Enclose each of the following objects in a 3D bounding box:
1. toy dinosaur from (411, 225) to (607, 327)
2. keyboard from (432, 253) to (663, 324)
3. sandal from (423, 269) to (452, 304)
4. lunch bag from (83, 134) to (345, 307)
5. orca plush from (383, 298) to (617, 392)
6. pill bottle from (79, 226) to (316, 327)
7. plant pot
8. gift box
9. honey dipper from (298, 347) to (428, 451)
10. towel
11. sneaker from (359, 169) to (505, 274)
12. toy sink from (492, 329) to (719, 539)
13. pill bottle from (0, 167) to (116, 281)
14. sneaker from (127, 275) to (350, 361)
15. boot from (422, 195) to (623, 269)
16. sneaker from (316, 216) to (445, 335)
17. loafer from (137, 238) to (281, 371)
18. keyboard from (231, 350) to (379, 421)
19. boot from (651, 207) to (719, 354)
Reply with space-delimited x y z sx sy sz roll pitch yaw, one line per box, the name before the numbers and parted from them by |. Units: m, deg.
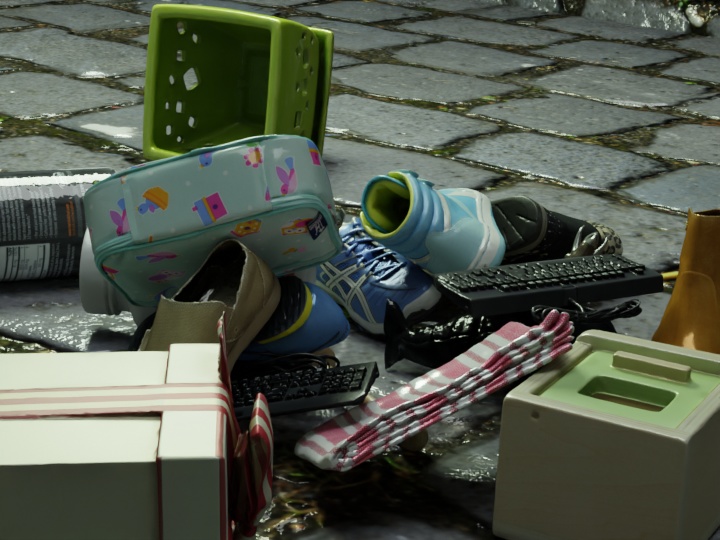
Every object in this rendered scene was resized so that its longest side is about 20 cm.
toy dinosaur | 0.138 0.039 1.485 0.199 0.077 0.102 -25 6 16
keyboard | 0.167 0.015 1.364 0.199 0.021 0.127 -7 26 -29
sandal | 0.041 -0.006 1.617 0.199 0.055 0.082 13 20 29
lunch bag | -0.110 -0.035 1.330 0.199 0.078 0.161 -13 -22 3
orca plush | 0.112 0.041 1.379 0.199 0.071 0.106 11 54 23
pill bottle | -0.142 0.005 1.457 0.199 0.113 0.112 3 17 3
plant pot | -0.143 -0.228 2.090 0.198 0.201 0.181 11 11 27
gift box | -0.141 0.132 0.919 0.185 0.186 0.200 0 23 -3
honey dipper | -0.006 0.097 1.317 0.038 0.038 0.200 -8 24 -32
towel | 0.048 0.085 1.177 0.199 0.030 0.146 -27 1 -13
sneaker | 0.054 -0.057 1.509 0.130 0.080 0.200 31 9 -16
toy sink | 0.193 0.115 1.151 0.130 0.113 0.200 12 19 27
pill bottle | -0.330 -0.043 1.589 0.199 0.107 0.106 -4 18 -22
sneaker | -0.100 0.060 1.345 0.199 0.066 0.078 -15 -32 31
boot | 0.150 -0.023 1.683 0.153 0.074 0.203 13 -15 -41
sneaker | 0.000 0.000 1.517 0.076 0.077 0.200 -39 34 -23
loafer | -0.130 0.054 1.228 0.076 0.068 0.200 4 46 28
keyboard | -0.088 0.084 1.254 0.199 0.040 0.104 -8 11 10
boot | 0.282 0.024 1.408 0.070 0.145 0.201 8 18 20
